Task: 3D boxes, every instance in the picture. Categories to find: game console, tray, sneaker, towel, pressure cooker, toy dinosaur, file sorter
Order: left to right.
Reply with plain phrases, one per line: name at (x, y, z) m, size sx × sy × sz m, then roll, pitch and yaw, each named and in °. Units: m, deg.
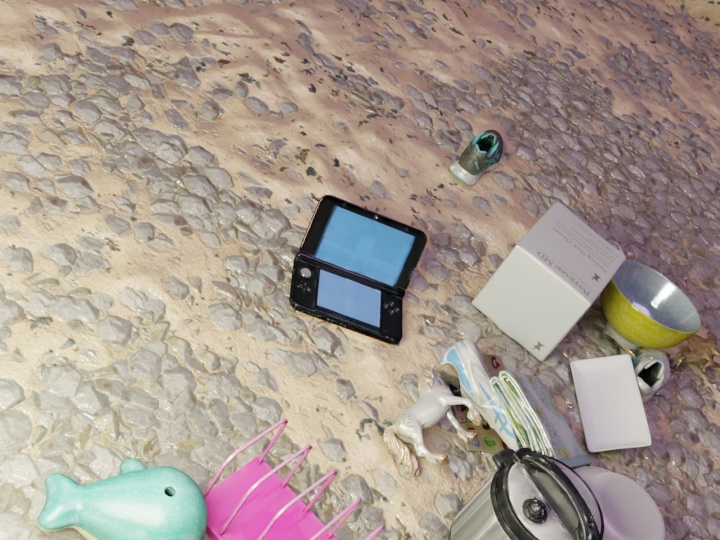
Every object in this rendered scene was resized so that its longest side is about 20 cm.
file sorter at (-0.088, 0.311, 1.397) m, size 0.200 × 0.126 × 0.139 m, roll 44°, pitch 40°, yaw 14°
game console at (0.000, 0.000, 1.788) m, size 0.199 × 0.119 × 0.173 m, roll 20°, pitch 40°, yaw -15°
sneaker at (0.199, 0.206, 1.756) m, size 0.200 × 0.072 × 0.072 m, roll 58°, pitch 15°, yaw 11°
sneaker at (0.258, -0.249, 2.247) m, size 0.077 × 0.091 × 0.200 m, roll 36°, pitch 39°, yaw 2°
pressure cooker at (0.237, 0.355, 1.518) m, size 0.175 × 0.200 × 0.179 m, roll 26°, pitch 38°, yaw -7°
towel at (0.285, 0.240, 1.728) m, size 0.200 × 0.048 × 0.172 m, roll 21°, pitch 40°, yaw -62°
tray at (0.429, 0.231, 1.893) m, size 0.107 × 0.022 × 0.201 m, roll -7°, pitch 44°, yaw 6°
sneaker at (0.528, 0.186, 1.987) m, size 0.075 × 0.087 × 0.200 m, roll 39°, pitch 37°, yaw 10°
toy dinosaur at (0.681, 0.160, 2.143) m, size 0.200 × 0.058 × 0.101 m, roll -21°, pitch 62°, yaw -46°

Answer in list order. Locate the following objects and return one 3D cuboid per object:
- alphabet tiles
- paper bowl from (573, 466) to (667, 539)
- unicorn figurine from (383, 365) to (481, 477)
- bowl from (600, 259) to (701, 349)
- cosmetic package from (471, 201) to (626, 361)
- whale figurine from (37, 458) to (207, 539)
alphabet tiles at (0.216, 0.216, 1.803) m, size 0.167 × 0.008 × 0.201 m, roll 9°, pitch 44°, yaw -27°
paper bowl at (0.376, 0.387, 1.659) m, size 0.200 × 0.104 × 0.201 m, roll 20°, pitch 40°, yaw -18°
unicorn figurine at (0.112, 0.217, 1.671) m, size 0.137 × 0.074 × 0.200 m, roll 39°, pitch 43°, yaw 24°
bowl at (0.524, 0.084, 2.064) m, size 0.199 × 0.108 × 0.200 m, roll 22°, pitch 32°, yaw -14°
cosmetic package at (0.338, 0.018, 1.966) m, size 0.167 × 0.167 × 0.200 m, roll 40°, pitch 40°, yaw 8°
whale figurine at (-0.277, 0.283, 1.312) m, size 0.199 × 0.104 × 0.160 m, roll 18°, pitch 42°, yaw -18°
